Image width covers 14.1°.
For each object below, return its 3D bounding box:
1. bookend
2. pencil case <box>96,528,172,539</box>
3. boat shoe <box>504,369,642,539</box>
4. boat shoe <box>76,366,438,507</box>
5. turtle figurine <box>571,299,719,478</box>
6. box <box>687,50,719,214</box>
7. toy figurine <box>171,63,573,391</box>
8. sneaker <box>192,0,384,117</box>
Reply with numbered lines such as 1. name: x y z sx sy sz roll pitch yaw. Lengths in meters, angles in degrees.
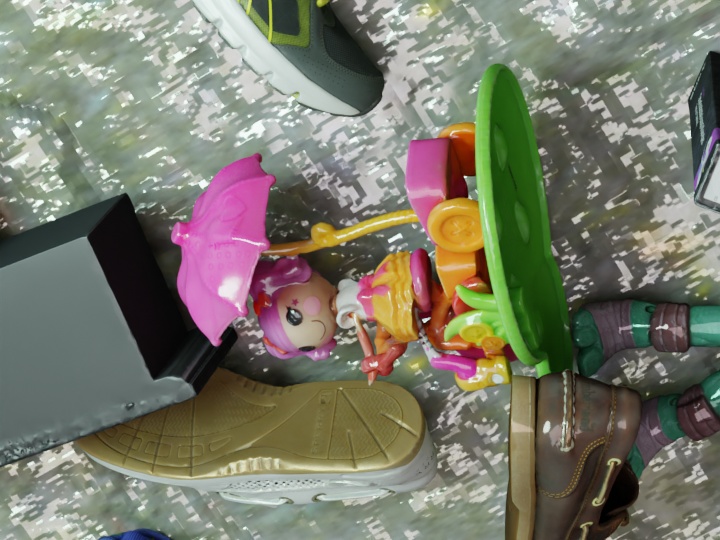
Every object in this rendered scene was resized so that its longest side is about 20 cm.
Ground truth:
1. bookend: -0.200 -0.005 1.498 0.198 0.092 0.201 -21 103 18
2. pencil case: -0.169 0.224 1.594 0.200 0.078 0.087 -41 98 17
3. boat shoe: 0.108 0.114 1.483 0.070 0.200 0.071 0 64 0
4. boat shoe: -0.055 0.096 1.541 0.199 0.071 0.069 4 151 22
5. turtle figurine: 0.215 0.045 1.476 0.199 0.101 0.150 -12 93 27
6. box: 0.229 -0.048 1.389 0.142 0.200 0.036 20 106 -1
7. toy figurine: 0.000 0.000 1.474 0.183 0.151 0.200 -7 136 14
8. sneaker: -0.050 -0.161 1.448 0.085 0.075 0.200 -42 104 10
